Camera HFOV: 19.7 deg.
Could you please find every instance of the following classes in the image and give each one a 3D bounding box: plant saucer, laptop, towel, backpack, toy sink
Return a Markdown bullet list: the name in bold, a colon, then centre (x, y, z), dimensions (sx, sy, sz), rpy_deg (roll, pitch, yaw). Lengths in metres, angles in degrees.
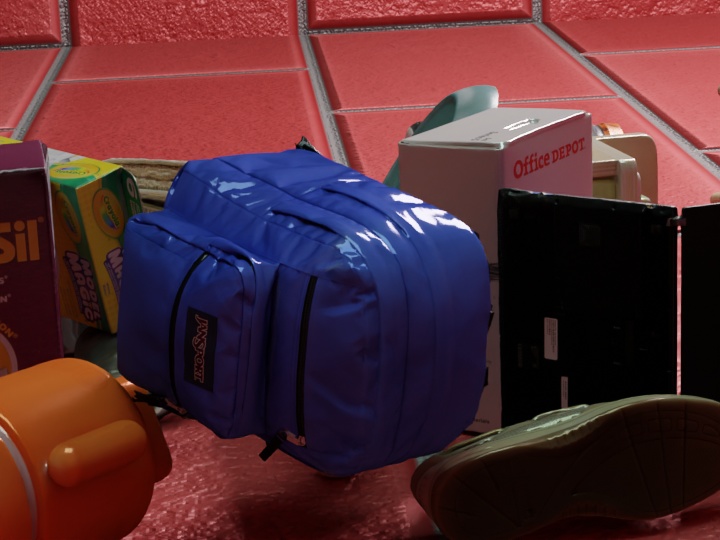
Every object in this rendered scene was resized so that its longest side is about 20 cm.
- **plant saucer**: centre (0.044, -0.063, 1.617), dimensions (0.027, 0.201, 0.200), rpy_deg (30, 9, -11)
- **laptop**: centre (0.196, 0.034, 1.314), dimensions (0.199, 0.179, 0.103), rpy_deg (7, 16, 34)
- **towel**: centre (-0.097, -0.058, 1.623), dimensions (0.198, 0.035, 0.132), rpy_deg (3, -8, 18)
- **backpack**: centre (-0.032, 0.034, 1.180), dimensions (0.167, 0.164, 0.199), rpy_deg (-18, 29, -41)
- **toy sink**: centre (0.168, -0.034, 1.697), dimensions (0.198, 0.131, 0.112), rpy_deg (-5, 14, -13)

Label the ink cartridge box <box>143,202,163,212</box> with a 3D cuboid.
- **ink cartridge box**: centre (-0.170, -0.019, 1.697), dimensions (0.145, 0.048, 0.200), rpy_deg (13, -6, -26)

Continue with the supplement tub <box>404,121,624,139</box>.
- **supplement tub**: centre (0.143, -0.082, 1.909), dimensions (0.198, 0.124, 0.123), rpy_deg (-4, 14, -5)

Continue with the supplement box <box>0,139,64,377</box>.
- **supplement box**: centre (-0.267, 0.023, 1.399), dimensions (0.130, 0.202, 0.103), rpy_deg (-6, 14, -9)

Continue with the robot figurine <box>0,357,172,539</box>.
- **robot figurine**: centre (-0.198, 0.119, 1.179), dimensions (0.143, 0.117, 0.199), rpy_deg (25, 25, 30)

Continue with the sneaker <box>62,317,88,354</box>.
- **sneaker**: centre (-0.239, 0.030, 1.621), dimensions (0.199, 0.075, 0.082), rpy_deg (-9, 16, -25)

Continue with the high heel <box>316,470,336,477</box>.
- **high heel**: centre (-0.026, 0.042, 1.380), dimensions (0.067, 0.097, 0.200), rpy_deg (1, 32, -3)

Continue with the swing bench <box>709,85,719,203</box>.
- **swing bench**: centre (0.465, -0.104, 1.939), dimensions (0.197, 0.131, 0.200), rpy_deg (-7, 20, -20)

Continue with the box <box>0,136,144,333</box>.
- **box**: centre (-0.218, -0.026, 1.502), dimensions (0.199, 0.118, 0.048), rpy_deg (13, 32, 44)

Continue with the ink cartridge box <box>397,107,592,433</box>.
- **ink cartridge box**: centre (0.098, -0.004, 1.439), dimensions (0.083, 0.202, 0.145), rpy_deg (6, 16, 30)

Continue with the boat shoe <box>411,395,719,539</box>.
- **boat shoe**: centre (0.128, 0.112, 1.220), dimensions (0.199, 0.073, 0.065), rpy_deg (-12, 13, -15)

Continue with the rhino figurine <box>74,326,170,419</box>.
- **rhino figurine**: centre (-0.158, 0.076, 1.453), dimensions (0.087, 0.060, 0.200), rpy_deg (-17, 18, -6)
